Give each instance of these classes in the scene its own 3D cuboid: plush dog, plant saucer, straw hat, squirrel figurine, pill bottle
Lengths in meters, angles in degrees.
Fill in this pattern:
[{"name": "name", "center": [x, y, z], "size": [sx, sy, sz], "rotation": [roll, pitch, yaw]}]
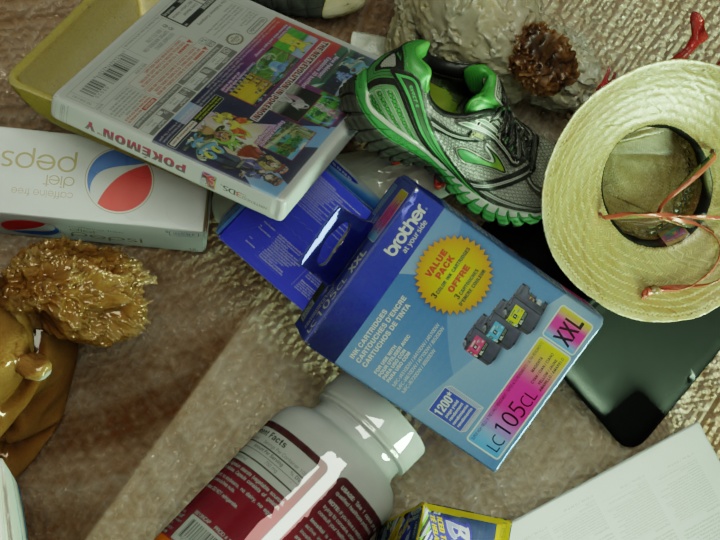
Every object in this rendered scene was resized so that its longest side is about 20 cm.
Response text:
[{"name": "plush dog", "center": [0.079, -0.181, 1.367], "size": [0.160, 0.172, 0.200], "rotation": [-43, 85, -15]}, {"name": "plant saucer", "center": [-0.130, -0.136, 1.353], "size": [0.200, 0.048, 0.200], "rotation": [24, 42, 8]}, {"name": "straw hat", "center": [0.208, -0.066, 1.332], "size": [0.201, 0.085, 0.201], "rotation": [-5, 112, -13]}, {"name": "squirrel figurine", "center": [-0.245, 0.040, 1.275], "size": [0.200, 0.187, 0.142], "rotation": [-43, 86, -13]}, {"name": "pill bottle", "center": [-0.050, 0.172, 1.309], "size": [0.113, 0.113, 0.200], "rotation": [44, 77, 3]}]

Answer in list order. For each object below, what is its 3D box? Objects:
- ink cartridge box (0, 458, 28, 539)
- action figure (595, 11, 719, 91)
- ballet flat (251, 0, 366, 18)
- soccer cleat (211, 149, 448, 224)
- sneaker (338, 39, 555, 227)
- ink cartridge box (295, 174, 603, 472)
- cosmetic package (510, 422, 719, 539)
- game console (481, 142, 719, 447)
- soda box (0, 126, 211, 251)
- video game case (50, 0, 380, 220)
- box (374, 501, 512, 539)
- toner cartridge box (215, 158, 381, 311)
[{"name": "ink cartridge box", "center": [-0.297, 0.213, 1.225], "size": [0.147, 0.200, 0.145], "rotation": [-6, 79, -9]}, {"name": "action figure", "center": [0.207, -0.116, 1.398], "size": [0.065, 0.052, 0.200], "rotation": [38, 79, 29]}, {"name": "ballet flat", "center": [-0.087, -0.250, 1.421], "size": [0.200, 0.057, 0.067], "rotation": [25, 77, 2]}, {"name": "soccer cleat", "center": [-0.013, -0.060, 1.392], "size": [0.200, 0.078, 0.069], "rotation": [-11, 88, 11]}, {"name": "sneaker", "center": [0.086, -0.096, 1.304], "size": [0.200, 0.085, 0.078], "rotation": [24, 49, -31]}, {"name": "ink cartridge box", "center": [0.048, 0.027, 1.284], "size": [0.200, 0.076, 0.136], "rotation": [34, 93, -10]}, {"name": "cosmetic package", "center": [0.199, 0.226, 1.360], "size": [0.200, 0.052, 0.151], "rotation": [-26, 80, -12]}, {"name": "game console", "center": [0.196, 0.002, 1.425], "size": [0.176, 0.116, 0.200], "rotation": [33, 73, 32]}, {"name": "soda box", "center": [-0.211, -0.062, 1.361], "size": [0.200, 0.064, 0.068], "rotation": [6, 76, -4]}, {"name": "video game case", "center": [-0.092, -0.128, 1.304], "size": [0.182, 0.023, 0.200], "rotation": [25, 41, 11]}, {"name": "box", "center": [0.050, 0.208, 1.269], "size": [0.064, 0.200, 0.070], "rotation": [12, 76, -5]}, {"name": "toner cartridge box", "center": [0.000, 0.000, 1.344], "size": [0.200, 0.043, 0.095], "rotation": [42, 107, -12]}]
